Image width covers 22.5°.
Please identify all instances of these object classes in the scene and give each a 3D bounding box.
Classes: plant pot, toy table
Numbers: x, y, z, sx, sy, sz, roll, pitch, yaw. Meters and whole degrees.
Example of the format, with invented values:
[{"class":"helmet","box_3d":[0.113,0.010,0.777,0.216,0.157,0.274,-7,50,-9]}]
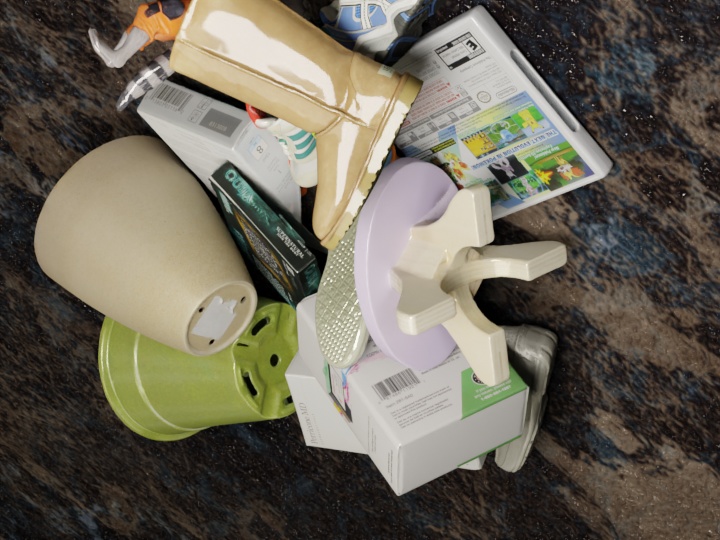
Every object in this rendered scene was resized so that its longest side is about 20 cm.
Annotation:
[{"class":"plant pot","box_3d":[-0.149,0.092,1.963,0.190,0.200,0.200,1,132,47]},{"class":"toy table","box_3d":[0.080,0.005,1.612,0.117,0.184,0.201,21,138,49]},{"class":"plant pot","box_3d":[-0.202,-0.006,1.859,0.200,0.187,0.188,42,154,32]}]

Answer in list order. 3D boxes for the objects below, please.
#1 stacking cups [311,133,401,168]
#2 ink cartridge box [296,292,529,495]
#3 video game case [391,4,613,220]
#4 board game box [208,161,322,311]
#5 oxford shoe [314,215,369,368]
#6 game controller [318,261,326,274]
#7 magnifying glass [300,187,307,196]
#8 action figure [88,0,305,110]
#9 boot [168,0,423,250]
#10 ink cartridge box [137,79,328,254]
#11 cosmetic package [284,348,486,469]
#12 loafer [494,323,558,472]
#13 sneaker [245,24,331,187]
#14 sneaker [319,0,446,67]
[{"class":"stacking cups","box_3d":[0.000,-0.115,1.637,0.060,0.061,0.200,22,167,27]},{"class":"ink cartridge box","box_3d":[0.047,0.095,1.744,0.200,0.144,0.084,53,156,35]},{"class":"video game case","box_3d":[0.101,-0.129,1.591,0.182,0.022,0.200,48,147,-14]},{"class":"board game box","box_3d":[-0.086,-0.020,1.810,0.135,0.028,0.200,47,171,16]},{"class":"oxford shoe","box_3d":[0.000,0.000,1.722,0.075,0.201,0.058,-16,149,36]},{"class":"game controller","box_3d":[-0.005,0.070,1.938,0.104,0.042,0.200,-4,128,49]},{"class":"magnifying glass","box_3d":[-0.085,-0.150,1.761,0.079,0.022,0.200,19,145,30]},{"class":"action figure","box_3d":[-0.140,-0.216,1.599,0.200,0.193,0.105,137,114,-82]},{"class":"boot","box_3d":[-0.068,-0.135,1.511,0.199,0.066,0.176,27,107,1]},{"class":"ink cartridge box","box_3d":[-0.114,-0.102,1.824,0.160,0.047,0.200,24,164,43]},{"class":"cosmetic package","box_3d":[0.034,0.131,1.874,0.199,0.081,0.113,3,132,24]},{"class":"loafer","box_3d":[0.151,0.125,1.814,0.069,0.070,0.201,16,135,11]},{"class":"sneaker","box_3d":[-0.065,-0.144,1.659,0.070,0.093,0.200,61,156,27]},{"class":"sneaker","box_3d":[0.025,-0.231,1.486,0.077,0.076,0.200,49,140,5]}]
